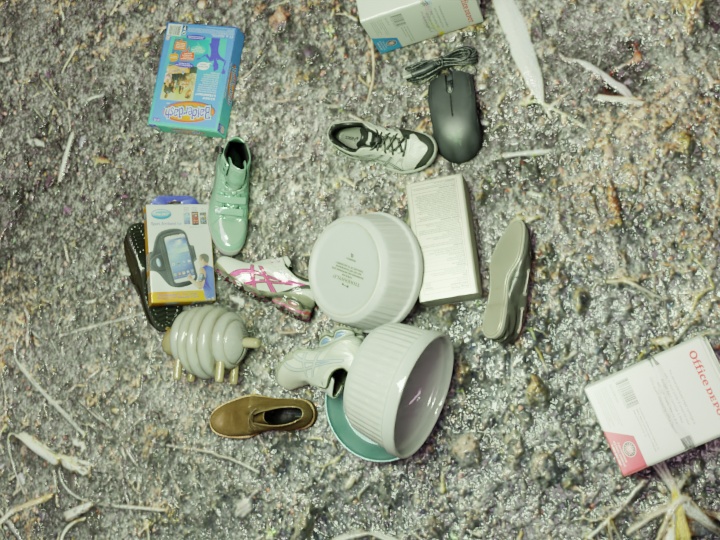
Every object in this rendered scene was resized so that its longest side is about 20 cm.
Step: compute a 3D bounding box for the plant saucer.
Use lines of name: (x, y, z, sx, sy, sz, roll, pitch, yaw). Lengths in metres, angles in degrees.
plant saucer: (0.037, 0.218, 1.573, 0.195, 0.036, 0.205, -2, 81, 15)

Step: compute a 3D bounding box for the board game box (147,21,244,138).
board game box: (-0.309, -0.358, 1.757, 0.149, 0.045, 0.205, 9, 83, 16)

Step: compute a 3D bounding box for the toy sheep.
toy sheep: (-0.259, 0.128, 1.624, 0.196, 0.138, 0.141, 1, 81, 20)

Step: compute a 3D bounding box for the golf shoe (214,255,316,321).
golf shoe: (-0.161, 0.013, 1.647, 0.197, 0.073, 0.094, 24, 82, 8)

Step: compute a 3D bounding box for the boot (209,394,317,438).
boot: (-0.178, 0.249, 1.609, 0.196, 0.075, 0.075, -8, 81, 16)

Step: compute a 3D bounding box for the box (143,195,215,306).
box: (-0.327, -0.040, 1.685, 0.116, 0.041, 0.205, -2, 80, -21)

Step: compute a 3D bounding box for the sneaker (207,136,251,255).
sneaker: (-0.231, -0.135, 1.655, 0.072, 0.118, 0.205, 1, 80, -13)

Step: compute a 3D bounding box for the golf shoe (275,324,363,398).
golf shoe: (-0.070, 0.171, 1.555, 0.199, 0.077, 0.099, -35, 55, 38)

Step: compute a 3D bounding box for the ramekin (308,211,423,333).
ramekin: (0.000, 0.000, 1.551, 0.199, 0.093, 0.207, -5, 81, 38)

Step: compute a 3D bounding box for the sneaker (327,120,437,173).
sneaker: (0.033, -0.214, 1.609, 0.196, 0.087, 0.077, 9, 91, 20)

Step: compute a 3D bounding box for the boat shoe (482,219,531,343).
boat shoe: (0.249, 0.021, 1.541, 0.066, 0.056, 0.204, 3, 76, 52)

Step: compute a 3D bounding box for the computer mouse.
computer mouse: (0.153, -0.286, 1.611, 0.136, 0.053, 0.204, -14, 78, 12)

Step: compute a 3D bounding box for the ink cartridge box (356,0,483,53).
ink cartridge box: (0.097, -0.493, 1.610, 0.196, 0.147, 0.148, -13, 78, 13)

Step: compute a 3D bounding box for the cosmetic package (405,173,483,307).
cosmetic package: (0.141, -0.049, 1.566, 0.101, 0.073, 0.205, -9, 79, 15)

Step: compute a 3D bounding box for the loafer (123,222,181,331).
loafer: (-0.384, 0.016, 1.715, 0.071, 0.072, 0.204, -26, 79, 55)

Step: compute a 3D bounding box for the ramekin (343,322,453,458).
ramekin: (0.056, 0.179, 1.458, 0.103, 0.200, 0.204, 18, 86, 26)

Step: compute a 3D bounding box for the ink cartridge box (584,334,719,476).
ink cartridge box: (0.463, 0.206, 1.428, 0.197, 0.085, 0.148, -26, 75, 12)
